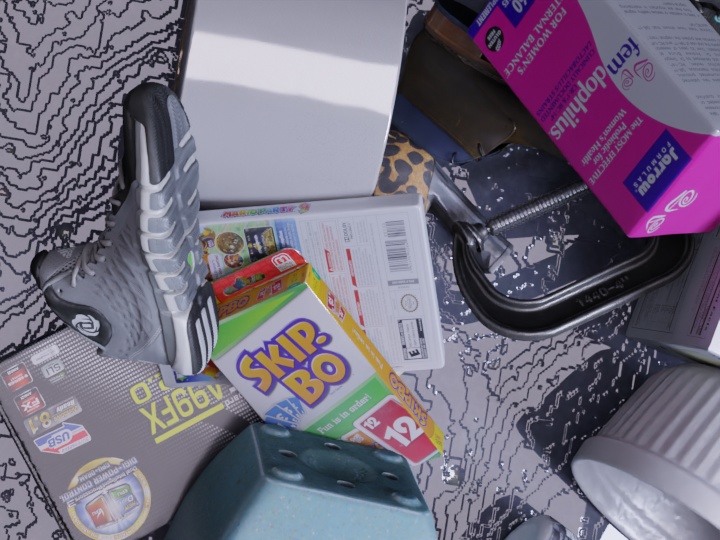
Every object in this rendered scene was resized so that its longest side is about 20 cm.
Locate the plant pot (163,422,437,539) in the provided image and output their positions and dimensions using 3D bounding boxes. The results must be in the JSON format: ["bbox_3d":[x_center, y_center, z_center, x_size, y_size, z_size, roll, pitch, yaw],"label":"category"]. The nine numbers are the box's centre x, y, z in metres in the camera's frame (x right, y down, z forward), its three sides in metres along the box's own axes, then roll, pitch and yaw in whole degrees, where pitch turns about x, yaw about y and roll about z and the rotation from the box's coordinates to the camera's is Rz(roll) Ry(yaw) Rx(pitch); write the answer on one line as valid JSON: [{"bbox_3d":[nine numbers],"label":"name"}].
[{"bbox_3d":[-0.039,0.220,1.248,0.195,0.196,0.201,14,102,-11],"label":"plant pot"}]

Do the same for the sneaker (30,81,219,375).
[{"bbox_3d":[-0.161,-0.023,1.175,0.115,0.075,0.201,2,117,15],"label":"sneaker"}]

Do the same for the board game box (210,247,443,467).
[{"bbox_3d":[-0.032,0.073,1.269,0.095,0.030,0.200,-24,121,21],"label":"board game box"}]

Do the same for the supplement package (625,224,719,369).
[{"bbox_3d":[0.307,0.011,1.316,0.151,0.200,0.151,22,88,-7],"label":"supplement package"}]

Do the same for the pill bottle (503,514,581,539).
[{"bbox_3d":[0.179,0.278,1.350,0.200,0.106,0.106,39,86,-7],"label":"pill bottle"}]

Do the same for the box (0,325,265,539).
[{"bbox_3d":[-0.149,0.096,1.332,0.199,0.044,0.161,-27,94,-7],"label":"box"}]

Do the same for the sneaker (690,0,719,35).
[{"bbox_3d":[0.227,-0.177,1.360,0.199,0.075,0.080,-9,102,-7],"label":"sneaker"}]

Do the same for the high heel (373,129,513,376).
[{"bbox_3d":[0.000,0.000,1.337,0.143,0.071,0.200,45,74,-8],"label":"high heel"}]

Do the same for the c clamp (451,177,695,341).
[{"bbox_3d":[0.146,-0.032,1.325,0.199,0.027,0.171,-28,56,-18],"label":"c clamp"}]

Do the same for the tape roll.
[{"bbox_3d":[-0.056,-0.133,1.264,0.139,0.203,0.204,10,89,-9],"label":"tape roll"}]

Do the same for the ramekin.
[{"bbox_3d":[0.261,0.155,1.319,0.200,0.200,0.105,40,76,-7],"label":"ramekin"}]

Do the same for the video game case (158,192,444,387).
[{"bbox_3d":[-0.049,0.016,1.250,0.199,0.018,0.144,-5,129,7],"label":"video game case"}]

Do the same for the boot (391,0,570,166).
[{"bbox_3d":[0.106,-0.100,1.327,0.200,0.075,0.097,44,114,21],"label":"boot"}]

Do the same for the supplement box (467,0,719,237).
[{"bbox_3d":[0.180,-0.128,1.237,0.200,0.103,0.101,54,127,26],"label":"supplement box"}]
